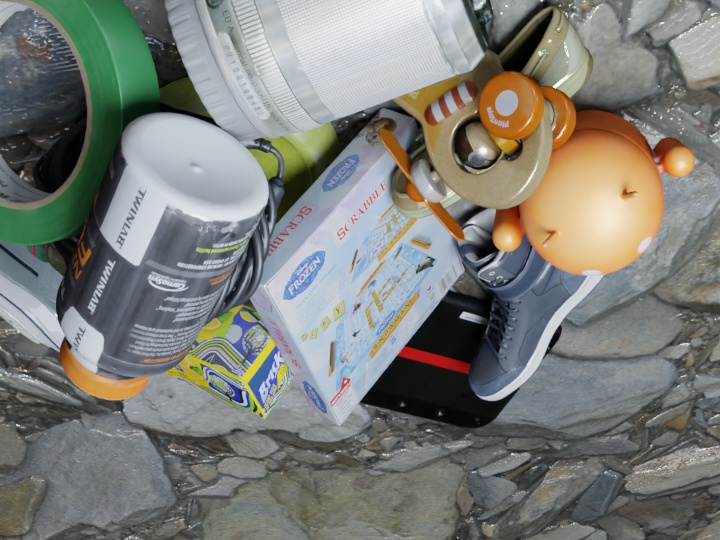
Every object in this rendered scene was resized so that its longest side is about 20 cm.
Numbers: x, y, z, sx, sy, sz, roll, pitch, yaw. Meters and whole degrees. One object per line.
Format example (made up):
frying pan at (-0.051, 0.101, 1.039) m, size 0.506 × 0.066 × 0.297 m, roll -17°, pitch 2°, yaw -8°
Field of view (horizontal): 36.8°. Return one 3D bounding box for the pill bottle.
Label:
pill bottle at (-0.147, 0.000, 0.750) m, size 0.105 × 0.107 × 0.201 m, roll 16°, pitch 127°, yaw -22°

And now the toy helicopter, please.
toy helicopter at (0.056, -0.115, 0.827) m, size 0.078 × 0.199 × 0.134 m, roll 2°, pitch 122°, yaw -57°

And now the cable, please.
cable at (-0.161, -0.047, 0.843) m, size 0.197 × 0.051 × 0.166 m, roll 15°, pitch 95°, yaw 5°

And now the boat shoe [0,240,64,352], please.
boat shoe at (-0.301, 0.029, 1.026) m, size 0.066 × 0.074 × 0.201 m, roll -14°, pitch 130°, yaw 33°

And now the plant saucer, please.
plant saucer at (-0.114, -0.083, 0.946) m, size 0.196 × 0.031 × 0.202 m, roll -3°, pitch 137°, yaw -2°

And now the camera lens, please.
camera lens at (-0.017, -0.190, 0.747) m, size 0.197 × 0.162 × 0.161 m, roll -18°, pitch 136°, yaw 13°

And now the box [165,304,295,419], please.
box at (-0.152, 0.060, 0.987) m, size 0.198 × 0.070 × 0.065 m, roll 18°, pitch 149°, yaw 33°

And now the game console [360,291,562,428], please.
game console at (0.094, 0.094, 1.163) m, size 0.197 × 0.031 × 0.178 m, roll 15°, pitch 127°, yaw -22°

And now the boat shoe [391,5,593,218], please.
boat shoe at (0.095, -0.126, 0.873) m, size 0.200 × 0.074 × 0.063 m, roll -39°, pitch 130°, yaw 10°

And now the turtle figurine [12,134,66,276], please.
turtle figurine at (-0.208, -0.026, 0.918) m, size 0.196 × 0.101 × 0.151 m, roll 10°, pitch 136°, yaw 12°

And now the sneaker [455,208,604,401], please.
sneaker at (0.129, 0.029, 1.035) m, size 0.145 × 0.077 × 0.204 m, roll 18°, pitch 114°, yaw -36°

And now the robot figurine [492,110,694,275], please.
robot figurine at (0.185, -0.063, 0.879) m, size 0.141 × 0.200 × 0.119 m, roll 15°, pitch 109°, yaw 8°

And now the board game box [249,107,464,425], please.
board game box at (0.000, 0.000, 0.946) m, size 0.041 × 0.200 × 0.201 m, roll 24°, pitch 151°, yaw 36°

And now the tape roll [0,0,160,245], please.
tape roll at (-0.239, -0.122, 0.786) m, size 0.197 × 0.048 × 0.204 m, roll 6°, pitch 103°, yaw 25°
